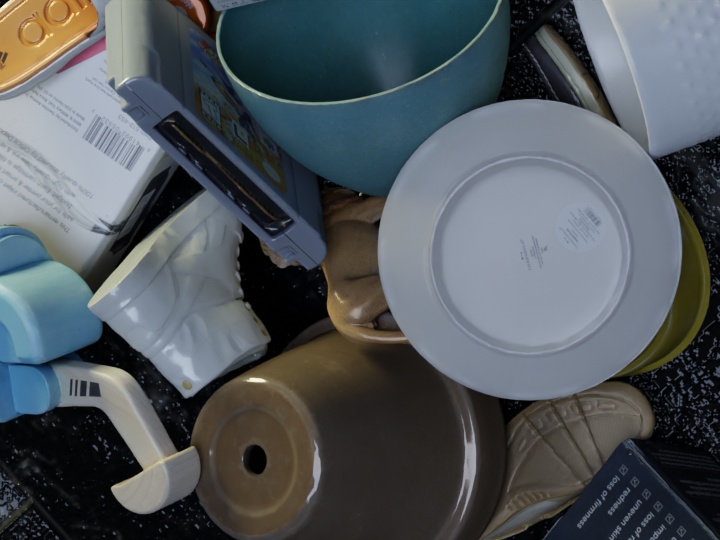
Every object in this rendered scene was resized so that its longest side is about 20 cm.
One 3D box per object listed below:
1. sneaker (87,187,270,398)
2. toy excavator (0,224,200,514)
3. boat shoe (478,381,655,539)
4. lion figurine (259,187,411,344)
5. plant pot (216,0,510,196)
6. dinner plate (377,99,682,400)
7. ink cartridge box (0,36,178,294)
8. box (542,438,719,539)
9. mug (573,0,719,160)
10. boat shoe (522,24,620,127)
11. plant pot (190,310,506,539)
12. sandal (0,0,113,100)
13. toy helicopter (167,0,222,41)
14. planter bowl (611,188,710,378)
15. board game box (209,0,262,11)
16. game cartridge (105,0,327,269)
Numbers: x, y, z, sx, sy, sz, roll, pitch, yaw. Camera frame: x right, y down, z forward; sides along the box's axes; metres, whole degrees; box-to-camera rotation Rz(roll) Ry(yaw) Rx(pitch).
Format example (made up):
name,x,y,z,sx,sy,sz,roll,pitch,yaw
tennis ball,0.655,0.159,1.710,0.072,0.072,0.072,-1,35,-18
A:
name,x,y,z,sx,sy,sz,roll,pitch,yaw
sneaker,-0.106,0.013,1.538,0.116,0.200,0.074,47,128,-9
toy excavator,-0.208,0.066,1.486,0.199,0.100,0.195,0,103,39
boat shoe,0.130,0.139,1.563,0.200,0.069,0.074,-31,77,22
lion figurine,0.000,0.000,1.516,0.122,0.200,0.073,-11,120,-7
plant pot,0.015,-0.130,1.490,0.199,0.201,0.135,-6,133,14
dinner plate,0.110,-0.011,1.413,0.199,0.024,0.201,0,101,2
ink cartridge box,-0.216,-0.090,1.590,0.145,0.084,0.200,35,106,6
box,0.214,0.257,1.496,0.200,0.124,0.197,-54,54,18
mug,0.235,-0.193,1.442,0.175,0.148,0.201,-21,65,-1
boat shoe,0.159,-0.074,1.513,0.065,0.072,0.200,-28,99,12
plant pot,-0.024,0.124,1.510,0.200,0.174,0.201,-1,88,35
sandal,-0.196,-0.194,1.493,0.207,0.059,0.079,-42,77,4
toy helicopter,-0.156,-0.252,1.548,0.200,0.079,0.133,33,100,4
planter bowl,0.132,0.011,1.487,0.200,0.083,0.201,16,128,21
board game box,-0.056,-0.286,1.489,0.126,0.035,0.201,-13,71,8
game cartridge,-0.096,-0.101,1.475,0.041,0.133,0.200,-32,126,22
